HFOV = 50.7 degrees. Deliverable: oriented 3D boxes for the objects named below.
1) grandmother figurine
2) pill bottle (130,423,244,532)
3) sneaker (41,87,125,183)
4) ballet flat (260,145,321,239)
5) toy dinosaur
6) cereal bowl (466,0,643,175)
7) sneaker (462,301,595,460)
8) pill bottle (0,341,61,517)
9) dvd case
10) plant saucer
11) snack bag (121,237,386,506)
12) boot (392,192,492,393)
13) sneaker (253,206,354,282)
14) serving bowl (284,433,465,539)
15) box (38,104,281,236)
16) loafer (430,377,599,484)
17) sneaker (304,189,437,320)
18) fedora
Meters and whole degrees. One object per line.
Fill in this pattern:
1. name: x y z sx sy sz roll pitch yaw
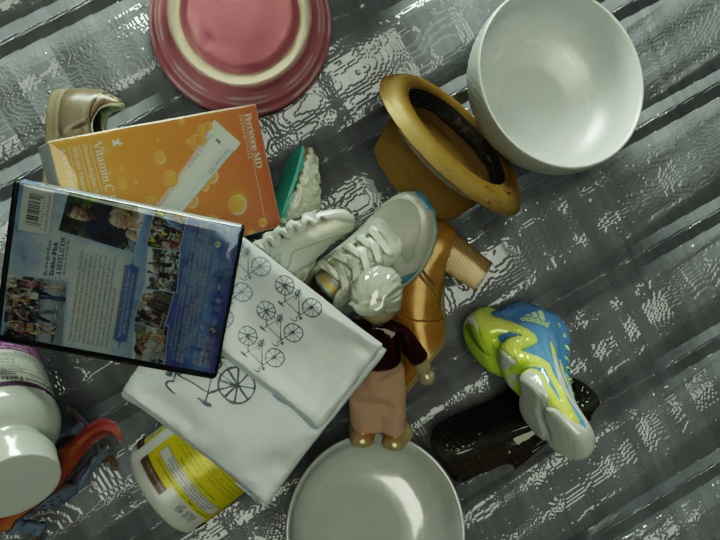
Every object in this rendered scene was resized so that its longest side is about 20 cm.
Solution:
1. grandmother figurine: 0.014 0.087 0.762 0.120 0.061 0.202 0 120 -2
2. pill bottle: -0.130 0.168 0.789 0.199 0.109 0.110 -37 95 -5
3. sneaker: -0.281 -0.088 0.784 0.074 0.070 0.203 -1 90 -1
4. ballet flat: -0.078 -0.032 0.821 0.071 0.072 0.202 22 93 -7
5. toy dinosaur: -0.344 0.212 0.750 0.105 0.200 0.181 47 53 10
6. cereal bowl: 0.203 -0.197 0.830 0.197 0.083 0.203 2 81 -14
7. sneaker: 0.202 0.101 0.811 0.104 0.076 0.201 -25 55 -19
8. pill bottle: -0.348 0.124 0.713 0.112 0.113 0.200 -34 53 -5
9. dvd case: -0.212 0.010 0.671 0.197 0.018 0.145 11 101 -8
10. plant saucer: -0.128 -0.268 0.813 0.198 0.051 0.203 0 91 -8
11. snack bag: -0.106 0.094 0.712 0.188 0.021 0.201 38 96 -3
12. boot: 0.038 0.030 0.838 0.143 0.071 0.203 31 93 5
13. sneaker: -0.083 0.004 0.747 0.199 0.075 0.082 -30 90 18
14. serving bowl: 0.011 0.280 0.817 0.197 0.066 0.203 5 71 -16
15. box: -0.195 -0.081 0.748 0.198 0.097 0.126 -17 103 -26
16. loafer: 0.174 0.179 0.855 0.198 0.073 0.072 -17 123 -7
17. sneaker: 0.000 0.000 0.775 0.200 0.080 0.077 -48 70 23
18. fedora: 0.081 -0.117 0.806 0.200 0.201 0.082 44 120 -6
